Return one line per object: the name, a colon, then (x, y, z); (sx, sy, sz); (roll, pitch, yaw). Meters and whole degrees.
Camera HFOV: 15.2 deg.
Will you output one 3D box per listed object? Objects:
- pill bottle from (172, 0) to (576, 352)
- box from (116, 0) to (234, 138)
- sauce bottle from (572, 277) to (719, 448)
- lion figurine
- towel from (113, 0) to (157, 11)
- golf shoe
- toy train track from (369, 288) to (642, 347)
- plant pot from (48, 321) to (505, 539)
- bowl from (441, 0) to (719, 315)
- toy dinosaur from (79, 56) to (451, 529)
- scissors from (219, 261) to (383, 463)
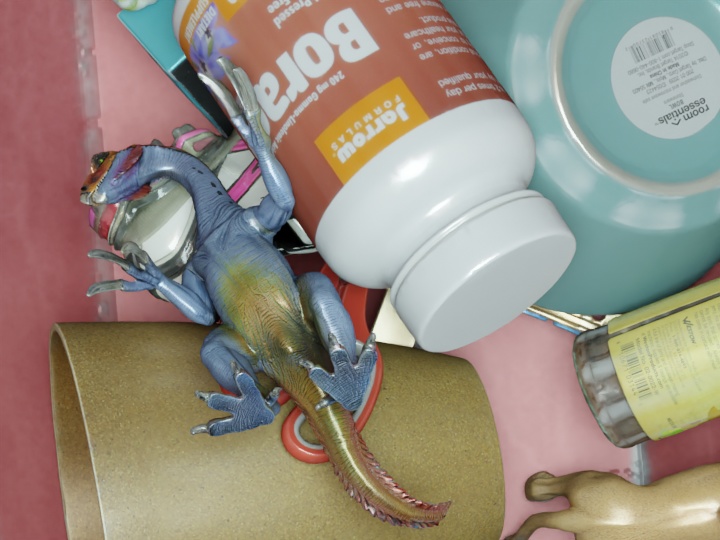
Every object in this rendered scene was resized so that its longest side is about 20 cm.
pill bottle: (0.008, -0.066, 1.220); (0.112, 0.112, 0.200); (-35, 69, 0)
box: (-0.020, -0.162, 1.330); (0.200, 0.082, 0.049); (-43, 60, 0)
sauce bottle: (0.202, 0.026, 1.282); (0.199, 0.065, 0.065); (-21, 88, 17)
lion figurine: (0.161, 0.113, 1.304); (0.199, 0.122, 0.073); (-19, 88, 1)
towel: (-0.096, -0.247, 1.321); (0.200, 0.048, 0.171); (-45, 59, 0)
golf shoe: (-0.031, -0.048, 1.312); (0.200, 0.073, 0.092); (-37, 72, -22)
toy train track: (0.073, 0.004, 1.354); (0.199, 0.033, 0.115); (22, 88, 1)
plant pot: (-0.037, 0.102, 1.293); (0.199, 0.186, 0.188); (-9, 88, -11)
bowl: (0.125, -0.084, 1.290); (0.200, 0.105, 0.202); (2, 82, -16)
toy dinosaur: (-0.061, 0.013, 1.204); (0.105, 0.182, 0.201); (-26, 120, -3)
scissors: (0.000, 0.000, 1.259); (0.073, 0.014, 0.201); (28, 60, 2)
